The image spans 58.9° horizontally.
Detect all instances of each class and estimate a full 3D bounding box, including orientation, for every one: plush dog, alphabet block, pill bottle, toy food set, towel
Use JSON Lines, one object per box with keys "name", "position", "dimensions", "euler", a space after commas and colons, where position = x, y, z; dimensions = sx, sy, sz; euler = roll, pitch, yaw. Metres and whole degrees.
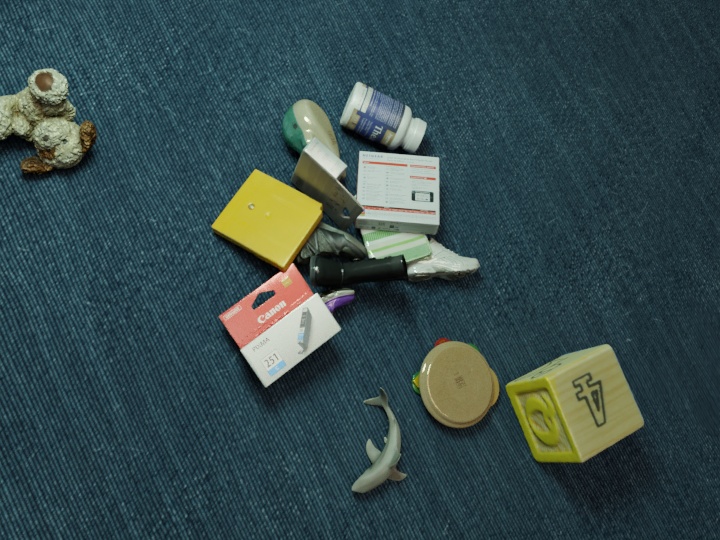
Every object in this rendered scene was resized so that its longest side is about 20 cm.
{"name": "plush dog", "position": [-0.639, -0.293, 1.311], "dimensions": [0.197, 0.161, 0.175], "euler": [-27, 99, 5]}
{"name": "alphabet block", "position": [0.488, 0.308, 1.469], "dimensions": [0.196, 0.195, 0.200], "euler": [-20, 80, -21]}
{"name": "pill bottle", "position": [0.057, -0.364, 1.551], "dimensions": [0.196, 0.111, 0.113], "euler": [23, 70, -10]}
{"name": "toy food set", "position": [0.221, 0.259, 1.472], "dimensions": [0.199, 0.049, 0.199], "euler": [-38, 89, -22]}
{"name": "towel", "position": [0.071, -0.104, 1.503], "dimensions": [0.149, 0.023, 0.204], "euler": [-15, 69, -11]}

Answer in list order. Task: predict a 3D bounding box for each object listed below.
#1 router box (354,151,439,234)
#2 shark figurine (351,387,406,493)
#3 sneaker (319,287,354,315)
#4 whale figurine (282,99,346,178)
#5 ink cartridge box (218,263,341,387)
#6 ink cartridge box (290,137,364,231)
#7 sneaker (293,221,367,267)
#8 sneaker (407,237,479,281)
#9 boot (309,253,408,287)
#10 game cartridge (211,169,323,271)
{"name": "router box", "position": [0.087, -0.184, 1.499], "dimensions": [0.194, 0.049, 0.184], "euler": [5, 66, -2]}
{"name": "shark figurine", "position": [0.064, 0.373, 1.371], "dimensions": [0.125, 0.089, 0.220], "euler": [15, 73, -15]}
{"name": "sneaker", "position": [-0.095, 0.104, 1.408], "dimensions": [0.197, 0.080, 0.085], "euler": [-31, 100, -13]}
{"name": "whale figurine", "position": [-0.110, -0.292, 1.484], "dimensions": [0.102, 0.159, 0.203], "euler": [-27, 97, 20]}
{"name": "ink cartridge box", "position": [-0.168, 0.110, 1.324], "dimensions": [0.198, 0.045, 0.178], "euler": [-36, 90, -13]}
{"name": "ink cartridge box", "position": [-0.066, -0.184, 1.406], "dimensions": [0.176, 0.200, 0.045], "euler": [43, 73, -4]}
{"name": "sneaker", "position": [-0.085, -0.045, 1.441], "dimensions": [0.195, 0.076, 0.117], "euler": [23, 71, -7]}
{"name": "sneaker", "position": [0.194, -0.031, 1.528], "dimensions": [0.195, 0.078, 0.102], "euler": [0, 72, -19]}
{"name": "boot", "position": [0.000, 0.000, 1.369], "dimensions": [0.194, 0.165, 0.068], "euler": [-2, 87, 10]}
{"name": "game cartridge", "position": [-0.200, -0.113, 1.405], "dimensions": [0.197, 0.033, 0.178], "euler": [28, 68, 14]}
